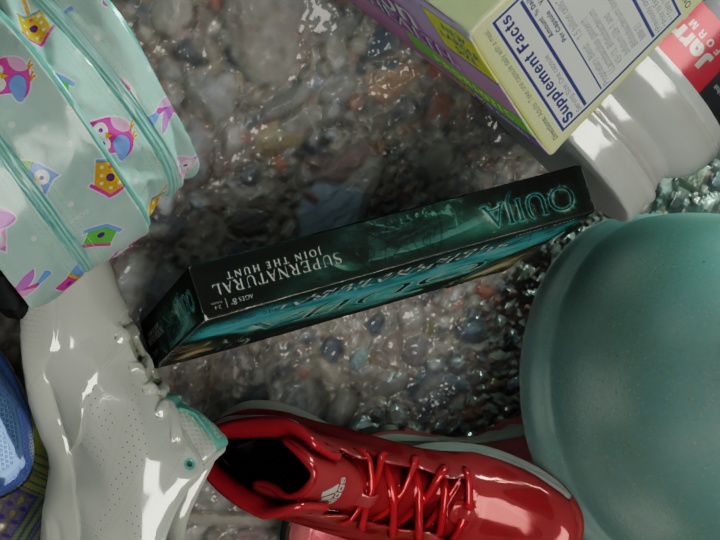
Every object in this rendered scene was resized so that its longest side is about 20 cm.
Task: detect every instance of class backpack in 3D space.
[{"bbox_3d":[-0.155,-0.069,0.848,0.127,0.200,0.167,-42,120,-5],"label":"backpack"}]

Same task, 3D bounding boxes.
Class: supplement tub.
[{"bbox_3d":[0.156,-0.137,1.002,0.200,0.140,0.140,-46,121,-3],"label":"supplement tub"}]

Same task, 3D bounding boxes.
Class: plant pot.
[{"bbox_3d":[0.201,0.061,1.056,0.200,0.134,0.201,7,79,-37],"label":"plant pot"}]

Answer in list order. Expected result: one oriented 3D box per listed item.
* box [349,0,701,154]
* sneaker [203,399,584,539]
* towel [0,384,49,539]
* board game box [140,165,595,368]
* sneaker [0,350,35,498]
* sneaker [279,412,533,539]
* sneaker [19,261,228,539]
[{"bbox_3d":[0.085,-0.186,0.918,0.200,0.176,0.097,-45,139,-4],"label":"box"},{"bbox_3d":[0.010,0.117,0.997,0.199,0.116,0.079,10,91,7],"label":"sneaker"},{"bbox_3d":[-0.204,0.147,1.013,0.143,0.023,0.200,29,95,-30],"label":"towel"},{"bbox_3d":[0.000,0.000,0.989,0.199,0.135,0.028,-15,82,-18],"label":"board game box"},{"bbox_3d":[-0.217,0.032,0.913,0.078,0.089,0.200,-39,114,-5],"label":"sneaker"},{"bbox_3d":[0.056,0.124,1.087,0.199,0.087,0.074,-12,113,-20],"label":"sneaker"},{"bbox_3d":[-0.108,0.070,0.962,0.088,0.075,0.201,-6,91,11],"label":"sneaker"}]
